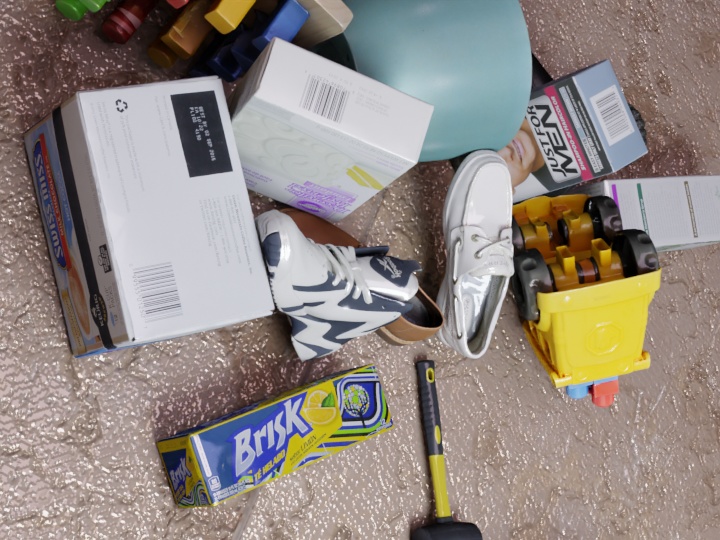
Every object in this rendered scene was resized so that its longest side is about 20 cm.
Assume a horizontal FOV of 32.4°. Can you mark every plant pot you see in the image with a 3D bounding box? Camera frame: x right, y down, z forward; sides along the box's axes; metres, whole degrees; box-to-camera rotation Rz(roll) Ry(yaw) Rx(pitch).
[{"bbox_3d":[0.036,-0.191,1.159,0.161,0.201,0.201,-16,90,-26],"label":"plant pot"}]

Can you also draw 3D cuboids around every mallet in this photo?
[{"bbox_3d":[0.066,0.188,1.200,0.066,0.041,0.200,-7,80,-33],"label":"mallet"}]

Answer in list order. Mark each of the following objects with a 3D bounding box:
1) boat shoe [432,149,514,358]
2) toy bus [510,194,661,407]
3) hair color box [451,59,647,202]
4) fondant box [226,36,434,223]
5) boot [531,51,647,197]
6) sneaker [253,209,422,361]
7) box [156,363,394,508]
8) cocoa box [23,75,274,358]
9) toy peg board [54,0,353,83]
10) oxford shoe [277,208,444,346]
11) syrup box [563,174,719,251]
[{"bbox_3d":[0.118,-0.012,1.177,0.071,0.069,0.200,-3,110,-22],"label":"boat shoe"},{"bbox_3d":[0.218,0.037,1.266,0.136,0.200,0.192,-13,120,-6],"label":"toy bus"},{"bbox_3d":[0.177,-0.129,1.233,0.061,0.200,0.099,-29,98,-35],"label":"hair color box"},{"bbox_3d":[-0.045,-0.113,1.060,0.144,0.200,0.058,21,72,-15],"label":"fondant box"},{"bbox_3d":[0.210,-0.188,1.341,0.158,0.079,0.211,-29,91,-40],"label":"boot"},{"bbox_3d":[-0.013,-0.001,1.068,0.129,0.199,0.080,-19,51,-2],"label":"sneaker"},{"bbox_3d":[-0.072,0.144,1.088,0.200,0.070,0.064,-19,90,-36],"label":"box"},{"bbox_3d":[-0.176,-0.041,1.014,0.133,0.131,0.200,-12,88,-35],"label":"cocoa box"},{"bbox_3d":[-0.147,-0.223,1.033,0.199,0.200,0.098,41,68,-22],"label":"toy peg board"},{"bbox_3d":[0.000,0.000,1.167,0.200,0.071,0.071,34,65,-23],"label":"oxford shoe"},{"bbox_3d":[0.322,-0.061,1.394,0.200,0.079,0.082,-4,84,-35],"label":"syrup box"}]
